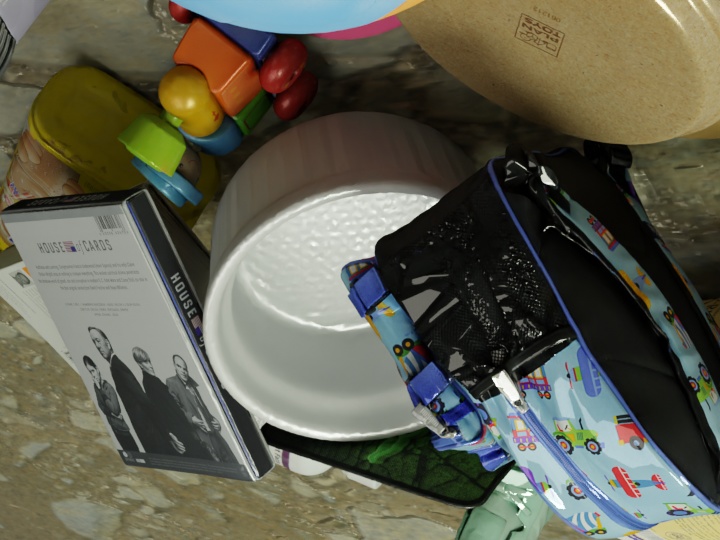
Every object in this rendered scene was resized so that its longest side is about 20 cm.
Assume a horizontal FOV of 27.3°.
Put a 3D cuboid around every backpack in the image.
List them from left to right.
[{"bbox_3d":[0.108,0.046,0.749,0.134,0.182,0.201,-36,82,24],"label":"backpack"}]

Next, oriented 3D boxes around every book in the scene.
[{"bbox_3d":[-0.171,0.023,1.049,0.199,0.048,0.134,-17,121,48],"label":"book"}]

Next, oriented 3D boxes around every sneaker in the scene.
[{"bbox_3d":[0.111,0.161,1.099,0.073,0.119,0.201,18,145,22],"label":"sneaker"}]

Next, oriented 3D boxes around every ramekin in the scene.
[{"bbox_3d":[0.000,0.000,0.912,0.199,0.098,0.202,-6,130,-7],"label":"ramekin"}]

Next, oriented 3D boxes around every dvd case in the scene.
[{"bbox_3d":[-0.146,0.043,0.960,0.150,0.025,0.201,-1,118,47],"label":"dvd case"}]

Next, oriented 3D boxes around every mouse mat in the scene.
[{"bbox_3d":[0.046,0.087,0.992,0.160,0.200,0.008,14,118,24],"label":"mouse mat"}]

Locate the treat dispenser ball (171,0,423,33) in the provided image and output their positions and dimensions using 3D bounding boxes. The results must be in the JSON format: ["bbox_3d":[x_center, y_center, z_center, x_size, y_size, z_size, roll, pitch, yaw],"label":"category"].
[{"bbox_3d":[-0.023,-0.190,0.550,0.200,0.201,0.201,22,148,15],"label":"treat dispenser ball"}]

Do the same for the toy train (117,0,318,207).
[{"bbox_3d":[-0.095,-0.104,0.840,0.084,0.116,0.200,37,177,7],"label":"toy train"}]

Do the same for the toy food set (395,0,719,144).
[{"bbox_3d":[0.094,-0.127,0.689,0.199,0.049,0.198,23,161,22],"label":"toy food set"}]

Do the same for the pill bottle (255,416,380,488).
[{"bbox_3d":[-0.059,0.090,1.151,0.199,0.113,0.113,23,148,11],"label":"pill bottle"}]

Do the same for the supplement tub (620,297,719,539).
[{"bbox_3d":[0.230,0.086,0.868,0.199,0.146,0.145,-12,129,48],"label":"supplement tub"}]

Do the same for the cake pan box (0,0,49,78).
[{"bbox_3d":[-0.322,-0.150,0.969,0.199,0.185,0.052,12,149,27],"label":"cake pan box"}]

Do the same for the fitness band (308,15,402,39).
[{"bbox_3d":[-0.010,-0.194,0.784,0.144,0.038,0.199,46,145,-22],"label":"fitness band"}]

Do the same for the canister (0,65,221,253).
[{"bbox_3d":[-0.195,-0.048,1.099,0.148,0.087,0.200,34,147,-6],"label":"canister"}]
